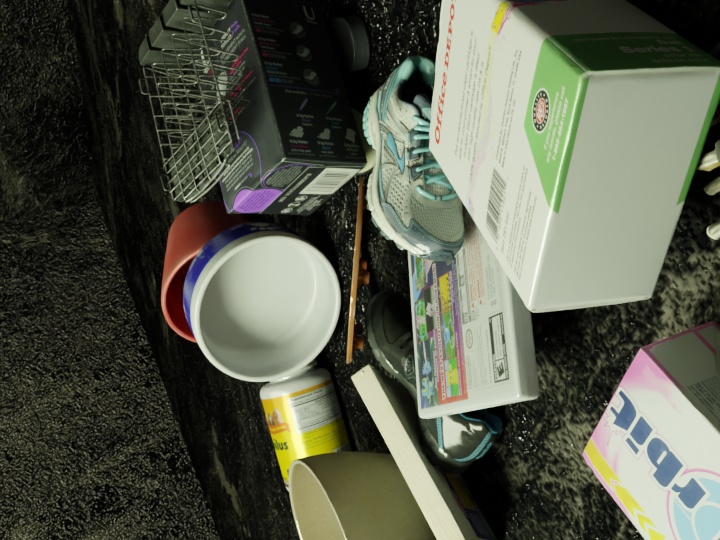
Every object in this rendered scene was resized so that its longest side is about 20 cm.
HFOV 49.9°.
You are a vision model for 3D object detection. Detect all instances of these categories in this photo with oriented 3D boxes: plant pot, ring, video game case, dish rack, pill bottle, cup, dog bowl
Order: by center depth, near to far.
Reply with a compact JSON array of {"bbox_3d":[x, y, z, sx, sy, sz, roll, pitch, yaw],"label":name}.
[{"bbox_3d":[0.089,0.019,0.670,0.182,0.023,0.202,144,126,-65],"label":"video game case"},{"bbox_3d":[-0.163,-0.175,0.771,0.153,0.054,0.201,-31,70,49],"label":"dish rack"},{"bbox_3d":[0.000,0.000,0.837,0.200,0.019,0.202,4,-90,-90],"label":"ring"},{"bbox_3d":[0.017,0.299,0.922,0.200,0.142,0.202,44,142,50],"label":"cup"},{"bbox_3d":[-0.130,0.040,1.023,0.079,0.199,0.202,-142,43,-59],"label":"dog bowl"},{"bbox_3d":[-0.082,0.217,1.140,0.109,0.109,0.201,-19,86,67],"label":"pill bottle"},{"bbox_3d":[-0.235,-0.009,1.265,0.178,0.199,0.202,-119,25,-50],"label":"plant pot"}]

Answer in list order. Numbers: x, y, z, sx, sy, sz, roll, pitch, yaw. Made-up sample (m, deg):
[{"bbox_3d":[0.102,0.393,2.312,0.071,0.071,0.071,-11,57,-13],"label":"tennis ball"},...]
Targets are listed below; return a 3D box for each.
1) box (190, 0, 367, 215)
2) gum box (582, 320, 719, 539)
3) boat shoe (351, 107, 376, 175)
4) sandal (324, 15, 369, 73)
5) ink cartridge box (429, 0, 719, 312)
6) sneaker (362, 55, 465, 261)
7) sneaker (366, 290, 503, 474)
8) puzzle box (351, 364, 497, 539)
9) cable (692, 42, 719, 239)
[{"bbox_3d":[-0.089,-0.172,0.804,0.122,0.106,0.201,-33,67,47],"label":"box"},{"bbox_3d":[0.222,0.136,0.450,0.200,0.066,0.114,56,149,37],"label":"gum box"},{"bbox_3d":[-0.033,-0.147,0.872,0.201,0.063,0.074,23,95,46],"label":"boat shoe"},{"bbox_3d":[-0.052,-0.246,0.868,0.200,0.043,0.077,8,111,65],"label":"sandal"},{"bbox_3d":[0.114,-0.095,0.479,0.201,0.083,0.146,-111,19,-51],"label":"ink cartridge box"},{"bbox_3d":[0.049,-0.101,0.653,0.086,0.077,0.201,124,142,-47],"label":"sneaker"},{"bbox_3d":[0.076,0.097,0.781,0.082,0.073,0.201,-49,61,41],"label":"sneaker"},{"bbox_3d":[0.068,0.198,0.799,0.201,0.025,0.133,60,-170,31],"label":"puzzle box"},{"bbox_3d":[0.234,-0.084,0.352,0.200,0.050,0.098,-21,68,55],"label":"cable"}]
